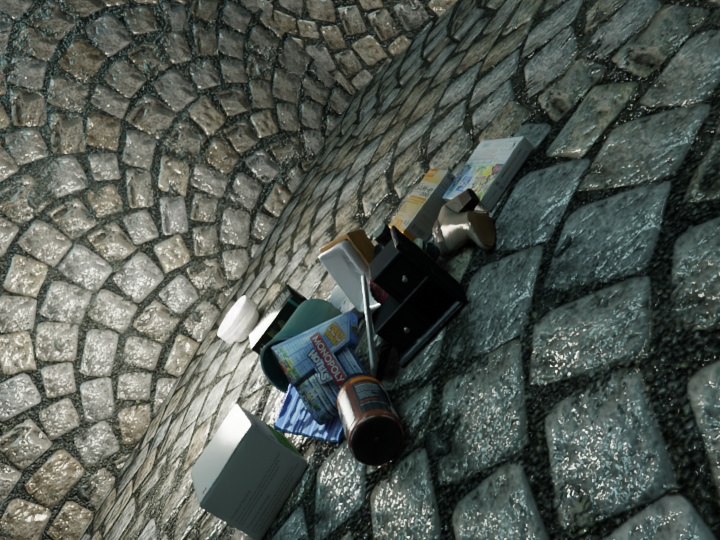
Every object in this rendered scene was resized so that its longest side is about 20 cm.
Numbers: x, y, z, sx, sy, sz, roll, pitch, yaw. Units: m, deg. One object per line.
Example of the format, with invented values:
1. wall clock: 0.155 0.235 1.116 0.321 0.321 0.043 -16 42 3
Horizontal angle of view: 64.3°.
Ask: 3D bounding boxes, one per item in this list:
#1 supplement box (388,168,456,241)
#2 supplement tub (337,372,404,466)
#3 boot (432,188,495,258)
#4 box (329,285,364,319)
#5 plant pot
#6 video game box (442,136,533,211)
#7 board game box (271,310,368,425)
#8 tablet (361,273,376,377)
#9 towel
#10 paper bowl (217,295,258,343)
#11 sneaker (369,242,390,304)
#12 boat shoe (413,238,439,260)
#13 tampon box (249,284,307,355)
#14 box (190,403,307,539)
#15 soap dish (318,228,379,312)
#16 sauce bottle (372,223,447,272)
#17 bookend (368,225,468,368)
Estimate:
1. supplement box: 0.174 -0.169 1.525 0.201 0.073 0.126 -53 20 -1
2. supplement tub: 0.012 0.271 1.095 0.107 0.106 0.200 -50 19 7
3. boot: 0.223 -0.080 1.279 0.147 0.069 0.203 -54 28 38
4. box: -0.036 0.086 1.628 0.156 0.041 0.202 -42 23 30
5. plant pot: -0.131 0.190 1.471 0.199 0.200 0.197 -39 15 34
6. video game box: 0.301 -0.232 1.378 0.183 0.047 0.200 -53 19 -3
7. board game box: -0.067 0.197 1.269 0.199 0.062 0.201 -38 65 3
8. tablet: 0.019 0.122 1.241 0.131 0.013 0.205 82 -178 -71
9. towel: -0.103 0.308 1.306 0.196 0.024 0.147 -2 54 36
10. paper bowl: -0.503 0.216 2.403 0.201 0.104 0.202 -45 21 23
11. sneaker: 0.074 -0.004 1.299 0.080 0.074 0.203 -40 27 41
12. boat shoe: 0.146 -0.031 1.358 0.200 0.064 0.076 112 167 -75
13. tampon box: -0.219 0.177 1.731 0.201 0.149 0.126 -51 20 3
14. box: -0.261 0.455 1.317 0.202 0.170 0.198 -56 20 -11
15. soap dish: 0.000 0.000 1.405 0.081 0.202 0.157 -41 9 -30
16. sauce bottle: 0.111 -0.023 1.228 0.066 0.199 0.066 -41 22 21
17. bookend: 0.078 0.055 1.172 0.199 0.199 0.093 -46 19 15
